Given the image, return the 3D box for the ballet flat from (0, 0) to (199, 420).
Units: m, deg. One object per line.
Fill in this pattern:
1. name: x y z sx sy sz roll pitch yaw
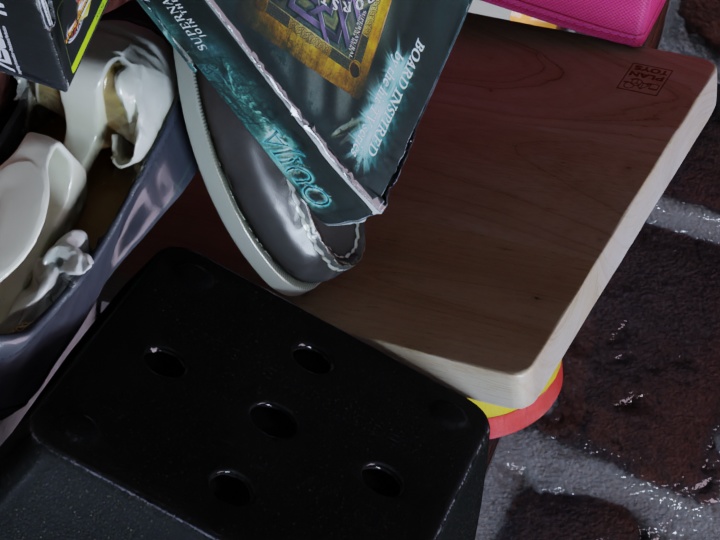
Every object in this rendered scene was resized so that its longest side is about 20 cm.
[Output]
1. ballet flat: -0.100 -0.036 0.865 0.073 0.073 0.200 96 18 -56

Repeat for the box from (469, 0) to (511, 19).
1. box: 0.024 -0.135 1.198 0.068 0.082 0.200 -13 -119 58

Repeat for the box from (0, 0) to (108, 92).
1. box: -0.080 -0.183 0.746 0.193 0.047 0.200 92 18 -70

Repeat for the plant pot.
1. plant pot: -0.060 0.116 0.886 0.178 0.200 0.200 -62 177 34

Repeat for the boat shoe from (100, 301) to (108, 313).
1. boat shoe: -0.081 0.051 1.146 0.071 0.070 0.200 -61 167 -48

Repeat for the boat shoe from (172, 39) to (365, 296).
1. boat shoe: -0.030 -0.090 0.885 0.072 0.060 0.202 -37 114 -63

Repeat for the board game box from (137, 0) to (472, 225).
1. board game box: -0.004 -0.134 0.853 0.135 0.028 0.200 52 47 -35

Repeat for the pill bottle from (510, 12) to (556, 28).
1. pill bottle: 0.078 -0.230 1.373 0.116 0.116 0.200 -41 149 -73

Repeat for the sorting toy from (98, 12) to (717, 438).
1. sorting toy: 0.016 -0.019 0.999 0.199 0.200 0.070 -54 149 -41

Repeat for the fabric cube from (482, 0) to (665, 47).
1. fabric cube: 0.069 -0.249 1.029 0.200 0.196 0.200 -61 165 -45
